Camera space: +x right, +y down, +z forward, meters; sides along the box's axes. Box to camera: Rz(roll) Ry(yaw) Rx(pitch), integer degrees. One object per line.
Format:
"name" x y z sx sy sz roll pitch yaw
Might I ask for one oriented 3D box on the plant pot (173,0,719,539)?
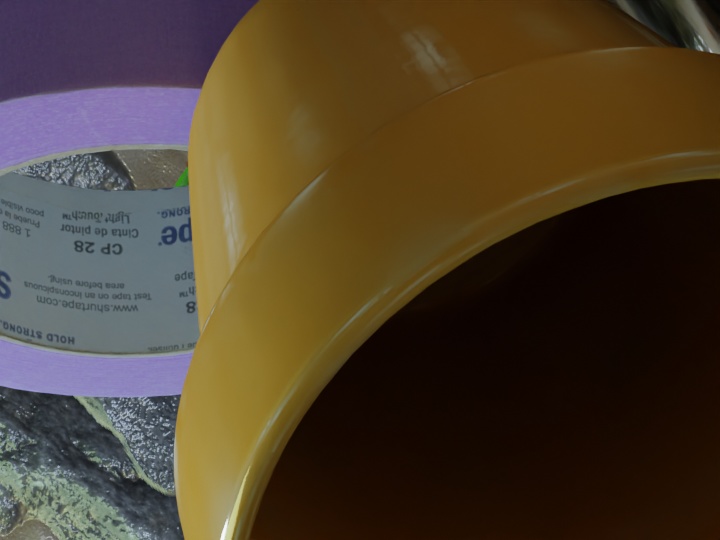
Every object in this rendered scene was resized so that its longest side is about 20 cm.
"plant pot" 0.036 0.008 0.701 0.200 0.200 0.184 54 -175 -39

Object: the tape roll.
"tape roll" -0.070 -0.032 0.848 0.200 0.199 0.066 54 -153 -59

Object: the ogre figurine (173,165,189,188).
"ogre figurine" -0.020 0.007 1.065 0.200 0.121 0.098 32 151 -32
